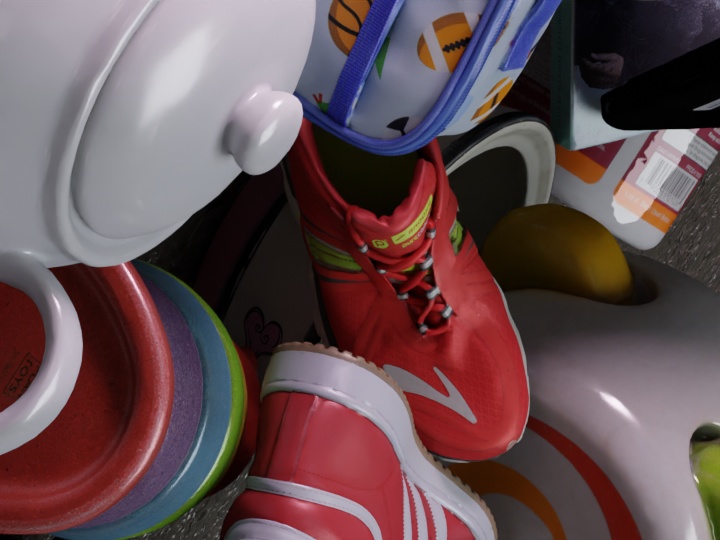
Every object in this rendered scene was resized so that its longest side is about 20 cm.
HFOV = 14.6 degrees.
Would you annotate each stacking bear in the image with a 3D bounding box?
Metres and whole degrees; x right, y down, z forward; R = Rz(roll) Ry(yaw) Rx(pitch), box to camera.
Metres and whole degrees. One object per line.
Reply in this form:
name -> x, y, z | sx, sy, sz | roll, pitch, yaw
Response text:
stacking bear -> -0.093, 0.048, 1.063 | 0.122, 0.114, 0.200 | -57, 165, 3

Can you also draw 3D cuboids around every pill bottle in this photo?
pill bottle -> 0.148, -0.119, 1.351 | 0.200, 0.109, 0.110 | -57, 160, 4

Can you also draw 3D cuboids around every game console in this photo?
game console -> 0.207, -0.130, 1.180 | 0.200, 0.175, 0.117 | 157, -71, -75

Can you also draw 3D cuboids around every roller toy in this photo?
roller toy -> 0.098, 0.088, 1.239 | 0.140, 0.200, 0.183 | -35, 165, -47

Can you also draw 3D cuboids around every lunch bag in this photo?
lunch bag -> 0.015, -0.147, 0.922 | 0.076, 0.160, 0.200 | -18, 139, -60

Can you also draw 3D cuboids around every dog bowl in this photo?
dog bowl -> 0.000, 0.000, 1.247 | 0.200, 0.074, 0.200 | -47, 159, -24

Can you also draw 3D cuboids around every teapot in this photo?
teapot -> -0.083, -0.070, 0.837 | 0.197, 0.146, 0.200 | -35, 152, -45

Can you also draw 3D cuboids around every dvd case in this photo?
dvd case -> 0.174, -0.143, 1.274 | 0.200, 0.022, 0.146 | -14, 117, -28

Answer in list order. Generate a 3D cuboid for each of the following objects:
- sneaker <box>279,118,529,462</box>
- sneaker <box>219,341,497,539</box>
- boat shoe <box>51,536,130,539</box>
sneaker -> 0.010, -0.011, 1.099 | 0.077, 0.200, 0.085 | -26, -172, -4
sneaker -> -0.005, 0.119, 1.105 | 0.200, 0.071, 0.113 | 56, 46, -56
boat shoe -> -0.111, 0.156, 1.184 | 0.091, 0.071, 0.200 | -27, 164, 15
